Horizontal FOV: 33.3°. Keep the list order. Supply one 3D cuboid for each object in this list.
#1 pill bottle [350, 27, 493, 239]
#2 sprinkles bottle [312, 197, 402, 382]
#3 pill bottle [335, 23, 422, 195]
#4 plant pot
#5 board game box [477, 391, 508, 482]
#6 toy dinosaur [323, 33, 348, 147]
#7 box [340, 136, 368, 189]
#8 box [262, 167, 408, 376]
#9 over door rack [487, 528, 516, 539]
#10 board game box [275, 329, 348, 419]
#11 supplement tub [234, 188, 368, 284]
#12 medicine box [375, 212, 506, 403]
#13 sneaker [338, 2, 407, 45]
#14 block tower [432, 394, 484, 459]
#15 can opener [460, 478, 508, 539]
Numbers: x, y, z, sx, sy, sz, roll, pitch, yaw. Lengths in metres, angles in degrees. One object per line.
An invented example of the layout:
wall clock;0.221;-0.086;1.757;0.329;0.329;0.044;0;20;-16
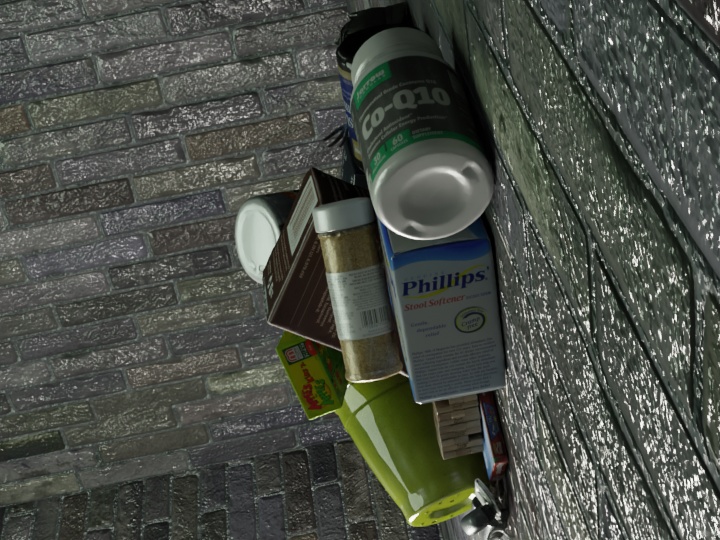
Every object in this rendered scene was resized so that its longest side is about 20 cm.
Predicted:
pill bottle;0.051;-0.134;1.131;0.201;0.112;0.114;-103;2;-45
sprinkles bottle;-0.003;0.022;1.349;0.068;0.068;0.201;-108;7;-84
pill bottle;0.039;-0.180;1.429;0.112;0.111;0.201;-102;2;-57
plant pot;0.087;0.229;1.608;0.201;0.199;0.194;81;167;-65
board game box;0.148;0.151;1.483;0.103;0.019;0.201;86;174;-68
toy dinosaur;0.032;-0.250;1.639;0.182;0.199;0.105;53;162;14
box;0.028;-0.085;1.857;0.200;0.117;0.198;-105;19;-67
box;0.000;0.000;1.487;0.166;0.199;0.165;-107;41;-69
over door rack;0.170;0.437;1.507;0.148;0.066;0.201;81;-161;-68
board game box;-0.054;0.105;1.559;0.200;0.047;0.102;-71;-43;-74
supplement tub;-0.062;-0.054;1.656;0.122;0.199;0.123;16;111;47
medicine box;0.081;0.003;1.280;0.183;0.102;0.201;-102;1;-54
sneaker;0.014;-0.284;1.546;0.200;0.090;0.076;-81;-11;-60
block tower;0.110;0.136;1.442;0.054;0.057;0.201;-103;1;-58
can opener;0.155;0.312;1.537;0.053;0.066;0.200;54;174;21
